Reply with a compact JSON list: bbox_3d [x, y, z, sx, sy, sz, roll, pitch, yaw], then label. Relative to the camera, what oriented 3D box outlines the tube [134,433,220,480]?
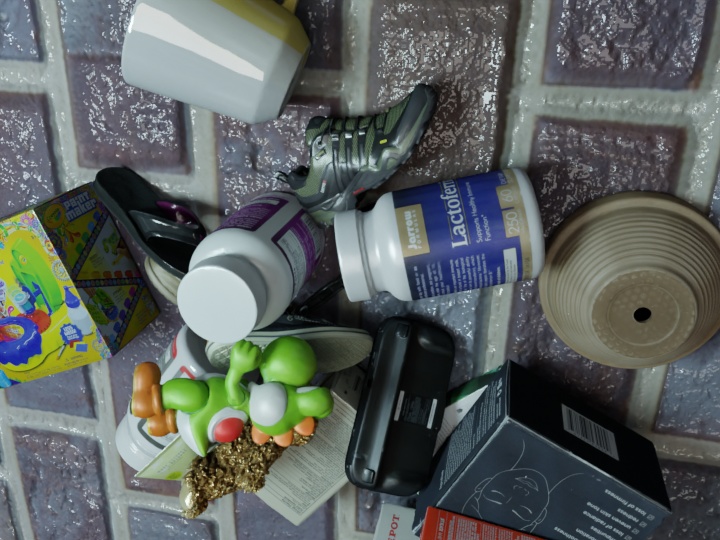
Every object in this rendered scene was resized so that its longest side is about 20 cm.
[{"bbox_3d":[-0.194,0.244,0.897,0.052,0.200,0.058,4,72,26],"label":"tube"}]

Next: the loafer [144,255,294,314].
[{"bbox_3d":[-0.163,0.025,0.858,0.200,0.076,0.068,32,109,-16],"label":"loafer"}]

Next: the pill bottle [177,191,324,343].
[{"bbox_3d":[-0.115,-0.004,0.758,0.112,0.200,0.113,5,114,12],"label":"pill bottle"}]

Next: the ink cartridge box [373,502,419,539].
[{"bbox_3d":[0.103,0.416,0.902,0.199,0.148,0.145,12,132,8],"label":"ink cartridge box"}]

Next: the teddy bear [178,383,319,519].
[{"bbox_3d":[-0.123,0.206,0.804,0.067,0.200,0.145,53,157,-6],"label":"teddy bear"}]

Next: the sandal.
[{"bbox_3d":[-0.229,-0.057,0.815,0.200,0.075,0.048,41,125,8],"label":"sandal"}]

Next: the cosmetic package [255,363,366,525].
[{"bbox_3d":[-0.050,0.217,0.902,0.103,0.087,0.200,41,115,-7],"label":"cosmetic package"}]

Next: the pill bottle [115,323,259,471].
[{"bbox_3d":[-0.226,0.165,0.908,0.114,0.114,0.200,39,116,-5],"label":"pill bottle"}]

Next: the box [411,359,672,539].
[{"bbox_3d":[0.196,0.244,0.795,0.199,0.124,0.197,30,116,-2],"label":"box"}]

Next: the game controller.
[{"bbox_3d":[0.049,0.157,0.820,0.104,0.042,0.201,18,81,-26],"label":"game controller"}]

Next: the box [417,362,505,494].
[{"bbox_3d":[0.139,0.219,0.886,0.200,0.036,0.145,-33,102,23],"label":"box"}]

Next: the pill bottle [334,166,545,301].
[{"bbox_3d":[0.079,-0.032,0.728,0.199,0.116,0.116,-11,110,5],"label":"pill bottle"}]

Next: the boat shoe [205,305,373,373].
[{"bbox_3d":[-0.079,0.076,0.813,0.199,0.062,0.075,3,133,-22],"label":"boat shoe"}]

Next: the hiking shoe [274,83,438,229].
[{"bbox_3d":[-0.008,-0.133,0.746,0.101,0.076,0.200,42,117,-10],"label":"hiking shoe"}]

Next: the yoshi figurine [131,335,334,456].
[{"bbox_3d":[-0.127,0.117,0.742,0.199,0.112,0.113,-2,105,1],"label":"yoshi figurine"}]

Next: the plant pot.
[{"bbox_3d":[0.288,0.026,0.734,0.200,0.093,0.202,5,114,11],"label":"plant pot"}]

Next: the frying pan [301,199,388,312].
[{"bbox_3d":[-0.004,-0.016,0.825,0.189,0.031,0.115,-14,108,16],"label":"frying pan"}]

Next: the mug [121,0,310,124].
[{"bbox_3d":[-0.127,-0.236,0.698,0.153,0.150,0.187,25,123,-7],"label":"mug"}]

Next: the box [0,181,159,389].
[{"bbox_3d":[-0.399,0.021,0.884,0.199,0.122,0.193,-17,107,20],"label":"box"}]

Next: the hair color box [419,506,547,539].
[{"bbox_3d":[0.153,0.334,0.745,0.199,0.064,0.111,15,116,8],"label":"hair color box"}]
